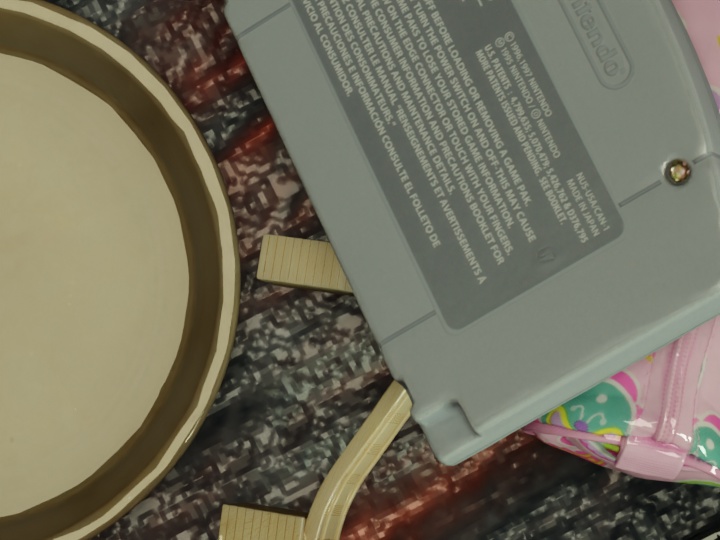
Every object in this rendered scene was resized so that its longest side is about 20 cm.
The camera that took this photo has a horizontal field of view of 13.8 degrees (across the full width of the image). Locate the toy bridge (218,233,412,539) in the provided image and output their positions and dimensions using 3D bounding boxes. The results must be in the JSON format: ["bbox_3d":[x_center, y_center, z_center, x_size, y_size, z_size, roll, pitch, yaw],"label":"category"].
[{"bbox_3d":[0.000,0.000,1.003,0.067,0.027,0.201,8,86,23],"label":"toy bridge"}]

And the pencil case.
[{"bbox_3d":[0.114,-0.030,0.987,0.087,0.087,0.201,16,87,2],"label":"pencil case"}]

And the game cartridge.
[{"bbox_3d":[0.041,-0.055,0.960,0.133,0.040,0.201,-31,71,18],"label":"game cartridge"}]

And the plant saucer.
[{"bbox_3d":[-0.139,0.004,1.016,0.199,0.029,0.201,0,87,1],"label":"plant saucer"}]

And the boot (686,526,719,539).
[{"bbox_3d":[0.090,0.172,0.933,0.073,0.162,0.199,34,87,2],"label":"boot"}]
